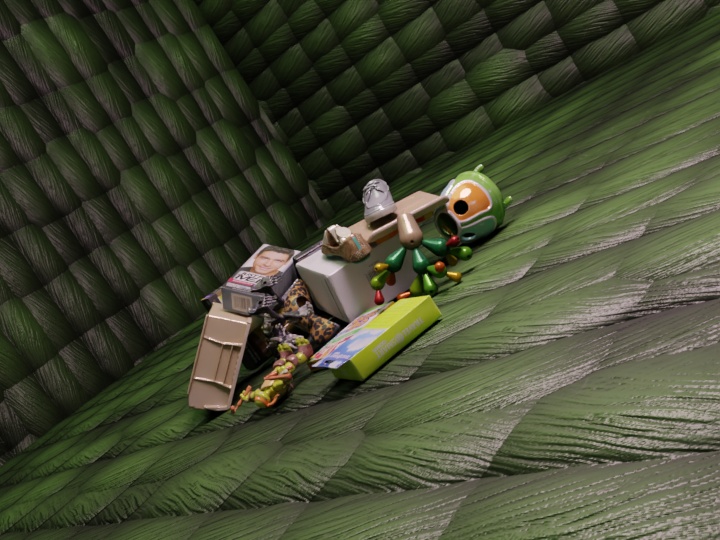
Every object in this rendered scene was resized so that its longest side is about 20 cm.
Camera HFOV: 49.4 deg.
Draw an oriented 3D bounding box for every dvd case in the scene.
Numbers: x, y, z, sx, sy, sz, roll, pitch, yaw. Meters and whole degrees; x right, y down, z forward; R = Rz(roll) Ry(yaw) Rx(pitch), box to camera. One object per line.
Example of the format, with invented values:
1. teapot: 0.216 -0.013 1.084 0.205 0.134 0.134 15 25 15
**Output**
1. dvd case: -0.079 0.001 1.796 0.143 0.018 0.200 -33 -35 -18

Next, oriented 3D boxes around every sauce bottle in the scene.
1. sauce bottle: -0.160 0.111 1.750 0.200 0.066 0.066 -37 9 -22

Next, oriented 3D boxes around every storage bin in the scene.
1. storage bin: -0.298 0.180 1.668 0.200 0.093 0.199 -141 65 -81

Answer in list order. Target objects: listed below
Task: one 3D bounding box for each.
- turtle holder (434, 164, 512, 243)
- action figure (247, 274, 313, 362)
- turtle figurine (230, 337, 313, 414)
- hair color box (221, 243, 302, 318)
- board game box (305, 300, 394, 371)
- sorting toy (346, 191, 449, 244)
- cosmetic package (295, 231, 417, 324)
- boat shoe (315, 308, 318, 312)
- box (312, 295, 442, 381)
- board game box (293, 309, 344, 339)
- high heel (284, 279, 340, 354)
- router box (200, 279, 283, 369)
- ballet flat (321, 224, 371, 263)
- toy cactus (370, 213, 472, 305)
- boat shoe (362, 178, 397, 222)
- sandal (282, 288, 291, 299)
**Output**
1. turtle holder: 0.213 -0.123 1.643 0.132 0.141 0.185 -38 12 -26
2. action figure: -0.146 0.108 1.521 0.102 0.200 0.119 -8 45 12
3. turtle figurine: -0.144 0.192 1.404 0.200 0.064 0.161 -40 11 44
4. hair color box: -0.211 0.020 1.709 0.099 0.061 0.200 12 32 17
5. board game box: -0.008 0.119 1.480 0.200 0.030 0.095 -36 8 -37
6. sorting toy: 0.075 -0.107 1.613 0.185 0.037 0.200 -28 13 -9
7. cosmetic package: 0.000 0.000 1.658 0.199 0.123 0.200 -31 20 -17
8. boat shoe: -0.057 0.045 1.930 0.202 0.075 0.075 -26 -18 -19
9. box: 0.027 0.116 1.283 0.200 0.048 0.122 -36 8 -22
10. board game box: -0.098 0.123 1.767 0.135 0.028 0.200 -33 8 -4
11. high heel: -0.091 0.081 1.621 0.142 0.071 0.200 -32 45 35
12. router box: -0.255 0.107 1.847 0.157 0.200 0.052 -38 12 -29
13. ballet flat: -0.036 -0.061 1.574 0.070 0.065 0.200 -32 18 -19
14. toy cactus: 0.101 -0.029 1.463 0.200 0.165 0.102 -24 -22 16
15. boat shoe: 0.030 -0.151 1.629 0.070 0.072 0.201 -24 13 7
16. sandal: -0.164 0.063 1.945 0.202 0.083 0.050 -38 10 -11
